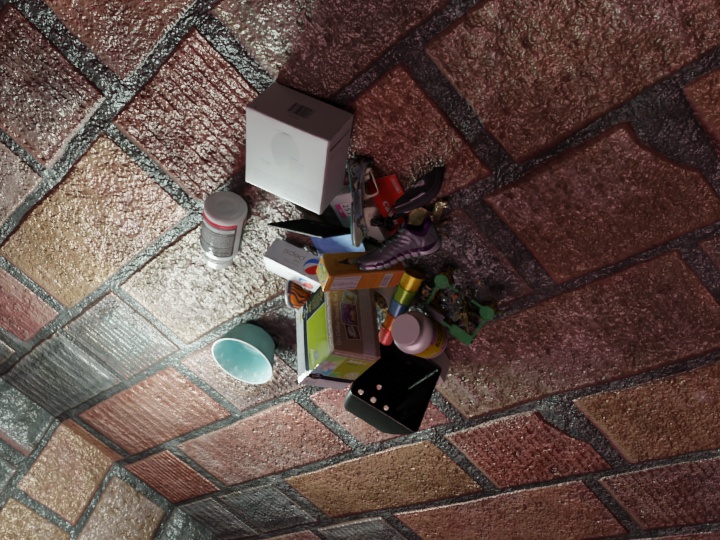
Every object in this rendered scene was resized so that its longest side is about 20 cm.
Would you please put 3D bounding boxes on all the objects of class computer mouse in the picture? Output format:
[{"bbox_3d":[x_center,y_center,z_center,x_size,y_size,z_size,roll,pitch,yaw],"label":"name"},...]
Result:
[{"bbox_3d":[0.117,-0.145,1.566,0.199,0.140,0.046,-38,81,8],"label":"computer mouse"}]

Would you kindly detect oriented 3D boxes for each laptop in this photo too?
[{"bbox_3d":[-0.093,-0.053,1.712,0.186,0.199,0.118,13,106,38],"label":"laptop"}]

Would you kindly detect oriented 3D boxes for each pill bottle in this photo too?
[{"bbox_3d":[-0.355,-0.097,1.826,0.109,0.111,0.201,23,137,2],"label":"pill bottle"},{"bbox_3d":[0.142,0.157,1.750,0.103,0.106,0.200,2,170,23],"label":"pill bottle"}]

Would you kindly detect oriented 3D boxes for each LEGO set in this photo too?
[{"bbox_3d":[0.250,0.077,1.741,0.198,0.116,0.155,28,120,16],"label":"LEGO set"}]

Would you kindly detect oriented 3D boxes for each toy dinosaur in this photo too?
[{"bbox_3d":[0.143,-0.096,1.648,0.199,0.058,0.101,-33,101,31],"label":"toy dinosaur"}]

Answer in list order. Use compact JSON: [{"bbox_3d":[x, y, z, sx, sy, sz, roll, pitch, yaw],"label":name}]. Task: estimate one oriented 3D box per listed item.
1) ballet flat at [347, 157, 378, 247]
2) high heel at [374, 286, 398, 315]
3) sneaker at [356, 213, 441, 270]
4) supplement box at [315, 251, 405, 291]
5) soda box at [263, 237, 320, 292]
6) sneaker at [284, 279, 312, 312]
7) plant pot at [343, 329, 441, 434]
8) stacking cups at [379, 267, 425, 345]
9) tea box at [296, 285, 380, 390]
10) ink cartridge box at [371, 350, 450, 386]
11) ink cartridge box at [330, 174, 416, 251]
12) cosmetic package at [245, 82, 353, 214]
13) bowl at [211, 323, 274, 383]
[{"bbox_3d":[0.008,-0.153,1.565,0.073,0.203,0.074,-4,174,0],"label":"ballet flat"},{"bbox_3d":[0.032,0.057,1.850,0.141,0.072,0.201,12,149,41],"label":"high heel"},{"bbox_3d":[0.079,-0.066,1.593,0.197,0.075,0.089,-17,111,1],"label":"sneaker"},{"bbox_3d":[0.000,0.000,1.655,0.197,0.067,0.069,-2,143,-27],"label":"supplement box"},{"bbox_3d":[-0.147,-0.005,1.819,0.198,0.068,0.064,24,152,17],"label":"soda box"},{"bbox_3d":[-0.129,0.075,1.903,0.110,0.079,0.200,-1,161,14],"label":"sneaker"},{"bbox_3d":[0.064,0.313,1.863,0.198,0.201,0.178,32,147,-5],"label":"plant pot"},{"bbox_3d":[0.100,0.096,1.776,0.060,0.061,0.202,21,108,3],"label":"stacking cups"},{"bbox_3d":[-0.059,0.156,1.744,0.132,0.202,0.197,13,144,-26],"label":"tea box"},{"bbox_3d":[0.125,0.244,1.958,0.198,0.084,0.145,-12,126,32],"label":"ink cartridge box"},{"bbox_3d":[0.041,-0.119,1.672,0.172,0.044,0.201,-8,128,33],"label":"ink cartridge box"},{"bbox_3d":[-0.136,-0.263,1.539,0.197,0.123,0.201,25,137,12],"label":"cosmetic package"},{"bbox_3d":[-0.339,0.238,2.151,0.198,0.106,0.203,12,136,12],"label":"bowl"}]
